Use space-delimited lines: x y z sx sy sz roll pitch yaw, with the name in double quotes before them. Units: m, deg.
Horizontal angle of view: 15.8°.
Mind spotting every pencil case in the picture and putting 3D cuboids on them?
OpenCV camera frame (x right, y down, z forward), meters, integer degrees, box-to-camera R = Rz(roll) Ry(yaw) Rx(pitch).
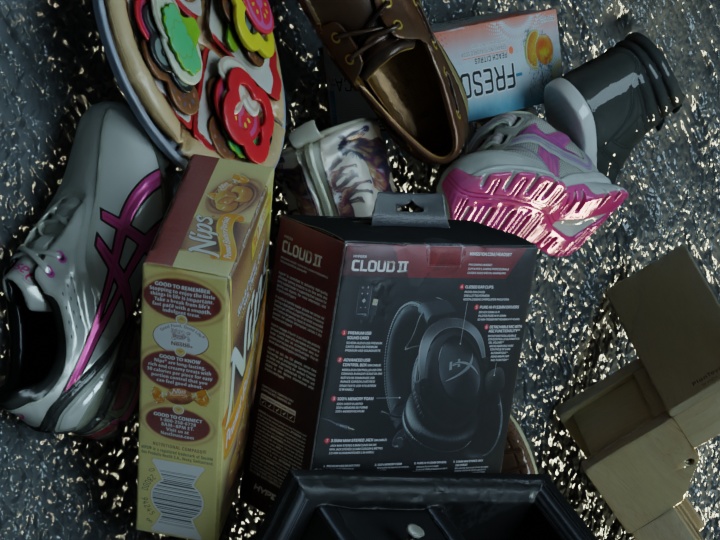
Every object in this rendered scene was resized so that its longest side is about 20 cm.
"pencil case" 0.000 0.000 1.687 0.089 0.077 0.201 -15 88 -81

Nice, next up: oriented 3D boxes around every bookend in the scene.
"bookend" 0.063 0.212 1.496 0.199 0.199 0.092 5 123 -36

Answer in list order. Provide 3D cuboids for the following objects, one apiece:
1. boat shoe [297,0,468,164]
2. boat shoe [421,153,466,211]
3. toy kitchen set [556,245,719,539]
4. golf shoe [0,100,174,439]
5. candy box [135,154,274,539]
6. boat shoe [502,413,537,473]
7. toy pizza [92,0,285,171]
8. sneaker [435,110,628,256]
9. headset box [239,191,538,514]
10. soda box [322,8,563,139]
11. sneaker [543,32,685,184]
"boat shoe" 0.012 -0.153 1.650 0.200 0.072 0.068 56 7 -23
"boat shoe" 0.064 -0.018 1.811 0.076 0.072 0.200 36 34 4
"toy kitchen set" 0.270 0.106 1.999 0.181 0.199 0.163 53 9 -35
"golf shoe" -0.163 -0.004 1.516 0.092 0.072 0.201 15 78 -49
"candy box" -0.092 0.047 1.533 0.116 0.055 0.201 -72 170 -53
"boat shoe" 0.100 0.195 1.863 0.075 0.074 0.204 -15 99 -78
"toy pizza" -0.095 -0.145 1.583 0.200 0.032 0.201 41 39 -45
"sneaker" 0.099 -0.060 1.752 0.088 0.081 0.200 50 20 20
"headset box" 0.019 0.052 1.578 0.148 0.077 0.201 0 103 -36
"soda box" 0.061 -0.137 1.805 0.200 0.063 0.069 -16 103 -50
"sneaker" 0.187 -0.098 1.885 0.099 0.071 0.200 -32 156 -11
